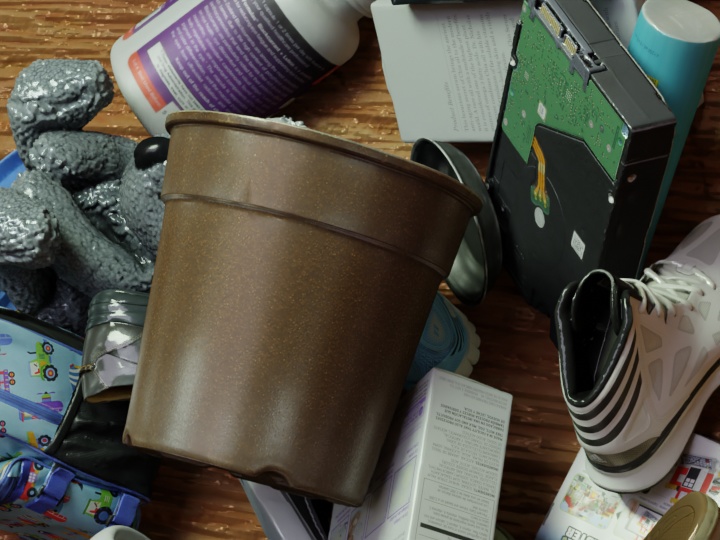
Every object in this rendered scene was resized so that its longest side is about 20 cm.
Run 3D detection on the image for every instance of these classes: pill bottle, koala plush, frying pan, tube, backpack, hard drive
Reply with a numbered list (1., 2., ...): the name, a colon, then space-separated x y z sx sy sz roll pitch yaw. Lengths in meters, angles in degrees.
1. pill bottle: -0.071 -0.173 1.642 0.199 0.111 0.112 -34 52 16
2. koala plush: -0.133 -0.041 1.560 0.199 0.184 0.178 -8 47 25
3. frying pan: 0.052 -0.034 1.530 0.031 0.116 0.190 -18 6 -15
4. tube: 0.169 -0.071 1.416 0.078 0.050 0.201 56 142 43
5. backpack: -0.247 0.097 1.551 0.182 0.199 0.136 -8 62 52
6. hard drive: 0.130 -0.058 1.411 0.038 0.201 0.140 -14 48 -21

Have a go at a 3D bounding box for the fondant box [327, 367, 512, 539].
1. fondant box: 0.025 0.179 1.374 0.144 0.058 0.201 132 154 -55

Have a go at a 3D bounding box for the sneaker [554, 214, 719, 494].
1. sneaker: 0.179 0.021 1.346 0.075 0.116 0.201 10 54 33

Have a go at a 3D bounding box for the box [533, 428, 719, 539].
1. box: 0.203 0.158 1.339 0.199 0.035 0.111 24 82 40

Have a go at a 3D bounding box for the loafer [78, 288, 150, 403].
1. loafer: -0.085 0.070 1.490 0.198 0.073 0.073 9 67 6

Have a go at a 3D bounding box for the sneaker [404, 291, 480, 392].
1. sneaker: 0.000 0.000 1.521 0.078 0.090 0.200 -49 49 4

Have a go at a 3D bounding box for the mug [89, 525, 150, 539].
1. mug: -0.116 0.244 1.424 0.147 0.175 0.201 -38 51 13

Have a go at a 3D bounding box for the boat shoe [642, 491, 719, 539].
1. boat shoe: 0.167 0.217 1.284 0.073 0.062 0.201 -83 14 -70

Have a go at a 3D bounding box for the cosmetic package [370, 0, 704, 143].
1. cosmetic package: 0.114 -0.141 1.496 0.199 0.102 0.071 3 27 35

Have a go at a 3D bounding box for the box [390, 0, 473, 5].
1. box: 0.129 -0.227 1.497 0.158 0.046 0.200 2 25 36

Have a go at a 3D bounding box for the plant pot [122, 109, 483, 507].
1. plant pot: -0.048 0.028 1.377 0.199 0.200 0.200 11 82 37

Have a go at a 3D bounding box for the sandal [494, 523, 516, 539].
1. sandal: 0.083 0.205 1.343 0.201 0.057 0.080 31 108 62

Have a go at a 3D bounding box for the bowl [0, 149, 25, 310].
1. bowl: -0.276 -0.008 1.700 0.200 0.039 0.201 -40 25 23

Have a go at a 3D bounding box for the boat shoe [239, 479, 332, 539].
1. boat shoe: -0.046 0.130 1.511 0.066 0.070 0.200 -25 47 -9
